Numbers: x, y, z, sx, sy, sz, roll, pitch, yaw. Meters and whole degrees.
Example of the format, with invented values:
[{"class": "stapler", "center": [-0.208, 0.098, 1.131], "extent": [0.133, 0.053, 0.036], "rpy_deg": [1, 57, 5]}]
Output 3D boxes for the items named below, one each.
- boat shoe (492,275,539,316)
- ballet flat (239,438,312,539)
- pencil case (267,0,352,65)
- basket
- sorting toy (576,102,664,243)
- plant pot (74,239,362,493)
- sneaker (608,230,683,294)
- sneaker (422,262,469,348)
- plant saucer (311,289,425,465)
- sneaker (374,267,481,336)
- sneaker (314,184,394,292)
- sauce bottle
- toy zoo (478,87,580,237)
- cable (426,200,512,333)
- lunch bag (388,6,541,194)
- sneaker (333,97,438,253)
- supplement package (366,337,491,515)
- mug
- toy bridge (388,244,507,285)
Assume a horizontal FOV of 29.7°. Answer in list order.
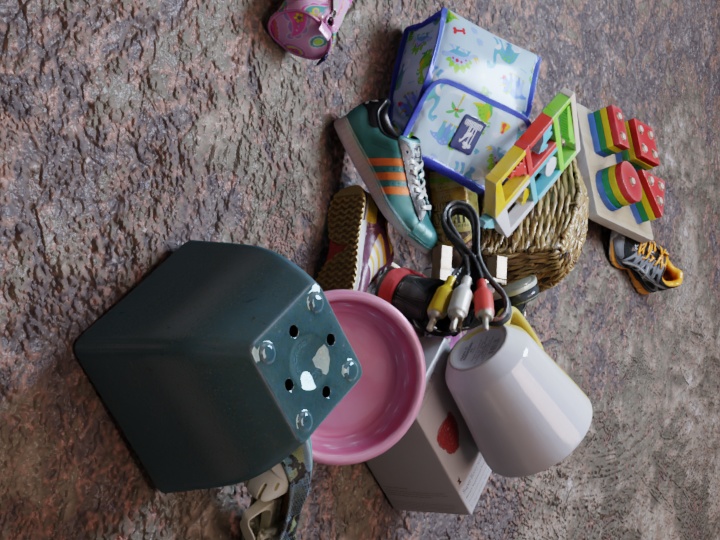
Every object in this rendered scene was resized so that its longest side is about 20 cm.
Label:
[{"class": "boat shoe", "center": [0.201, 0.053, 1.800], "extent": [0.072, 0.200, 0.068], "rpy_deg": [-25, 83, -14]}, {"class": "ballet flat", "center": [-0.096, 0.243, 1.460], "extent": [0.074, 0.074, 0.200], "rpy_deg": [-40, 145, -48]}, {"class": "pencil case", "center": [-0.038, -0.342, 1.613], "extent": [0.087, 0.087, 0.200], "rpy_deg": [52, 47, -38]}, {"class": "basket", "center": [0.251, -0.070, 1.899], "extent": [0.149, 0.143, 0.200], "rpy_deg": [65, 26, -53]}, {"class": "sorting toy", "center": [0.432, -0.165, 2.219], "extent": [0.200, 0.070, 0.199], "rpy_deg": [17, 59, -51]}, {"class": "plant pot", "center": [-0.118, 0.094, 1.350], "extent": [0.196, 0.200, 0.196], "rpy_deg": [-46, 120, -39]}, {"class": "sneaker", "center": [0.488, -0.026, 2.329], "extent": [0.200, 0.077, 0.078], "rpy_deg": [38, 60, -45]}, {"class": "sneaker", "center": [0.108, 0.097, 1.799], "extent": [0.114, 0.073, 0.201], "rpy_deg": [-38, 118, -45]}, {"class": "plant saucer", "center": [-0.026, 0.121, 1.556], "extent": [0.200, 0.051, 0.201], "rpy_deg": [-1, 93, -14]}, {"class": "sneaker", "center": [0.110, 0.048, 1.676], "extent": [0.200, 0.098, 0.071], "rpy_deg": [14, 96, -48]}, {"class": "sneaker", "center": [0.000, 0.000, 1.650], "extent": [0.090, 0.075, 0.200], "rpy_deg": [30, 65, -44]}, {"class": "sauce bottle", "center": [0.133, -0.059, 1.846], "extent": [0.065, 0.065, 0.200], "rpy_deg": [-14, 97, -54]}, {"class": "toy zoo", "center": [0.219, -0.129, 1.775], "extent": [0.200, 0.020, 0.131], "rpy_deg": [-49, 151, -17]}, {"class": "cable", "center": [0.133, -0.006, 1.605], "extent": [0.050, 0.097, 0.200], "rpy_deg": [77, 17, -57]}, {"class": "lunch bag", "center": [0.130, -0.215, 1.771], "extent": [0.170, 0.127, 0.200], "rpy_deg": [22, 72, -25]}, {"class": "sneaker", "center": [0.049, -0.119, 1.652], "extent": [0.200, 0.080, 0.071], "rpy_deg": [59, 15, 5]}, {"class": "supplement package", "center": [0.074, 0.195, 1.701], "extent": [0.200, 0.120, 0.121], "rpy_deg": [60, 44, -32]}, {"class": "mug", "center": [0.174, 0.138, 1.654], "extent": [0.149, 0.187, 0.153], "rpy_deg": [-37, 116, 0]}, {"class": "toy bridge", "center": [0.105, 0.002, 1.756], "extent": [0.200, 0.027, 0.067], "rpy_deg": [10, 76, -25]}]
